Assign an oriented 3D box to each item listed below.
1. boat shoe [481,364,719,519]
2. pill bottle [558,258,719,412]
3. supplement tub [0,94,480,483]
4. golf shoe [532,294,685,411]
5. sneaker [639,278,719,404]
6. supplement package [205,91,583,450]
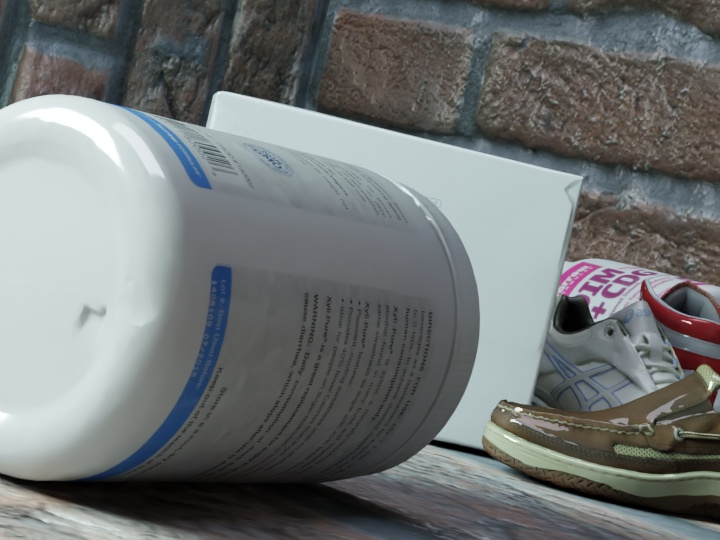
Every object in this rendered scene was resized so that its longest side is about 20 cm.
[{"bbox_3d":[0.165,0.084,0.978,0.201,0.075,0.075,13,2,-7],"label":"boat shoe"},{"bbox_3d":[0.198,0.053,1.448,0.113,0.114,0.200,12,2,-32],"label":"pill bottle"},{"bbox_3d":[-0.058,0.014,0.711,0.132,0.133,0.200,15,2,35],"label":"supplement tub"},{"bbox_3d":[0.156,0.066,1.102,0.078,0.098,0.200,14,3,-36],"label":"golf shoe"},{"bbox_3d":[0.188,0.059,1.228,0.071,0.113,0.200,13,2,-11],"label":"sneaker"},{"bbox_3d":[0.000,0.000,1.045,0.199,0.157,0.111,13,3,-6],"label":"supplement package"}]
